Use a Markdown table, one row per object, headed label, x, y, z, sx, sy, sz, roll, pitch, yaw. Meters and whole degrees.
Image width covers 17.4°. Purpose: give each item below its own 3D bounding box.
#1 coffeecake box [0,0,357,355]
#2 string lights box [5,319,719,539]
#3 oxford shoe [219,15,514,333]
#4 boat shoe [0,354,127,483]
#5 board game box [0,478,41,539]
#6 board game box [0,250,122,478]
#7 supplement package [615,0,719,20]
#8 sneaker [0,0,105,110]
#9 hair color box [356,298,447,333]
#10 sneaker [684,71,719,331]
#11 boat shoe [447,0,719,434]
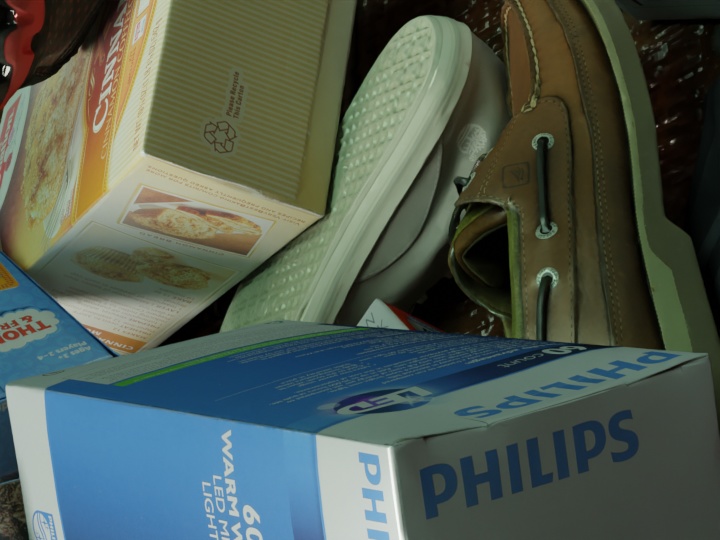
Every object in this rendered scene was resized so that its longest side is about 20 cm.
| label | x | y | z | sx | sy | sz | roll | pitch | yaw |
| --- | --- | --- | --- | --- | --- | --- | --- | --- | --- |
| coffeecake box | -0.079 | -0.062 | 0.909 | 0.200 | 0.073 | 0.154 | -37 | 40 | 55 |
| string lights box | -0.005 | 0.053 | 0.643 | 0.200 | 0.103 | 0.059 | 4 | 103 | 56 |
| oxford shoe | 0.000 | 0.000 | 0.841 | 0.200 | 0.058 | 0.075 | -56 | 27 | 26 |
| boat shoe | -0.139 | 0.089 | 0.925 | 0.200 | 0.072 | 0.062 | -43 | 41 | 28 |
| board game box | -0.130 | 0.163 | 0.783 | 0.200 | 0.097 | 0.160 | -23 | 83 | 42 |
| board game box | -0.199 | 0.024 | 0.855 | 0.200 | 0.151 | 0.037 | 36 | 137 | 47 |
| supplement package | 0.142 | -0.150 | 0.727 | 0.200 | 0.114 | 0.110 | 6 | 72 | 49 |
| sneaker | -0.119 | -0.155 | 0.845 | 0.071 | 0.098 | 0.201 | 19 | 111 | 25 |
| hair color box | 0.036 | 0.108 | 0.722 | 0.111 | 0.064 | 0.200 | -54 | 37 | 9 |
| sneaker | 0.135 | 0.005 | 0.692 | 0.083 | 0.072 | 0.200 | 128 | 151 | -55 |
| boat shoe | 0.059 | -0.019 | 0.724 | 0.068 | 0.072 | 0.200 | -10 | 45 | -1 |
